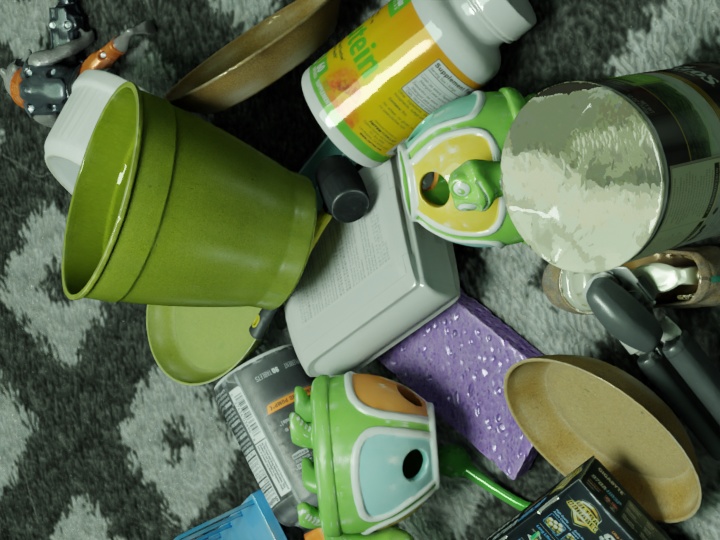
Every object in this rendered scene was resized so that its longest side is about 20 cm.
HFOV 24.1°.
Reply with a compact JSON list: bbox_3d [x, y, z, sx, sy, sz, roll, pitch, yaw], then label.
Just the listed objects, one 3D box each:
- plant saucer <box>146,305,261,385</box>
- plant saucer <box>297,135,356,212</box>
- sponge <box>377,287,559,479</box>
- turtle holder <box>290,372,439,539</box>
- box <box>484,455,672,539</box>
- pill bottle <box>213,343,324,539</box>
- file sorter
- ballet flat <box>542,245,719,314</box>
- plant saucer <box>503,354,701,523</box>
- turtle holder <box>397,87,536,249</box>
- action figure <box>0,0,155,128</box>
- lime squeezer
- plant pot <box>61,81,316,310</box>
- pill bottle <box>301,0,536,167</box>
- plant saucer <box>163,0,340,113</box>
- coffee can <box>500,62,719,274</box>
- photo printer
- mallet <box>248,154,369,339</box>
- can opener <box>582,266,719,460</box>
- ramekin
[{"bbox_3d":[-0.146,0.024,1.749,0.199,0.031,0.201,-19,61,39],"label":"plant saucer"},{"bbox_3d":[-0.058,-0.070,1.647,0.200,0.019,0.070,-50,28,19],"label":"plant saucer"},{"bbox_3d":[0.104,0.093,1.594,0.200,0.030,0.112,40,121,27],"label":"sponge"},{"bbox_3d":[0.008,0.187,1.565,0.131,0.141,0.187,-5,81,1],"label":"turtle holder"},{"bbox_3d":[0.216,0.285,1.494,0.200,0.046,0.159,46,126,2],"label":"box"},{"bbox_3d":[-0.060,0.183,1.701,0.106,0.106,0.201,-37,75,38],"label":"pill bottle"},{"bbox_3d":[-0.147,0.338,1.753,0.139,0.122,0.200,62,153,12],"label":"file sorter"},{"bbox_3d":[0.225,0.005,1.448,0.199,0.067,0.069,-7,91,41],"label":"ballet flat"},{"bbox_3d":[0.215,0.136,1.456,0.200,0.035,0.201,32,153,18],"label":"plant saucer"},{"bbox_3d":[0.104,-0.074,1.442,0.186,0.131,0.142,-101,4,-53],"label":"turtle holder"},{"bbox_3d":[-0.313,-0.228,1.832,0.192,0.104,0.201,-3,101,30],"label":"action figure"},{"bbox_3d":[0.078,0.200,1.643,0.199,0.038,0.071,-5,127,40],"label":"lime squeezer"},{"bbox_3d":[-0.150,-0.049,1.546,0.200,0.192,0.201,-46,36,49],"label":"plant pot"},{"bbox_3d":[0.054,-0.192,1.505,0.200,0.111,0.111,-37,75,21],"label":"pill bottle"},{"bbox_3d":[-0.094,-0.202,1.595,0.200,0.200,0.036,-21,109,41],"label":"plant saucer"},{"bbox_3d":[0.226,-0.085,1.341,0.146,0.199,0.147,10,105,38],"label":"coffee can"},{"bbox_3d":[0.000,0.000,1.606,0.200,0.069,0.167,-38,51,38],"label":"photo printer"},{"bbox_3d":[-0.057,-0.022,1.600,0.200,0.041,0.066,-54,34,31],"label":"mallet"},{"bbox_3d":[0.252,0.083,1.398,0.053,0.067,0.200,-32,101,39],"label":"can opener"},{"bbox_3d":[-0.228,-0.103,1.702,0.202,0.203,0.094,23,70,34],"label":"ramekin"}]
